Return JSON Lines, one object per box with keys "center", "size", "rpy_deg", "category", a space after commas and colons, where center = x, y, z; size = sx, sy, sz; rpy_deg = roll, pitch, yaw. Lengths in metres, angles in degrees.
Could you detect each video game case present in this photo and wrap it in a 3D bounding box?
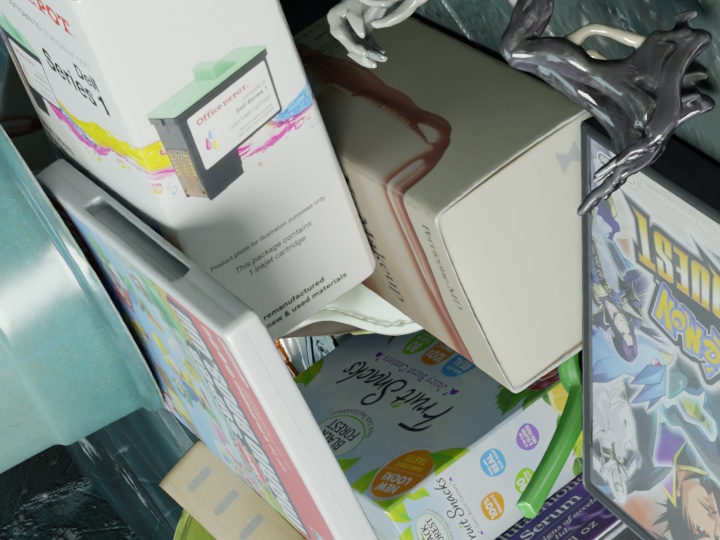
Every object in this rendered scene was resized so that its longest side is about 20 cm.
{"center": [0.150, 0.058, 0.900], "size": [0.200, 0.025, 0.182], "rpy_deg": [39, 142, 47], "category": "video game case"}
{"center": [-0.064, 0.041, 0.992], "size": [0.200, 0.017, 0.144], "rpy_deg": [35, 157, 55], "category": "video game case"}

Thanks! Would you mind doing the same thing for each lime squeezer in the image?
{"center": [0.088, 0.041, 1.058], "size": [0.200, 0.070, 0.038], "rpy_deg": [-99, -9, -66], "category": "lime squeezer"}

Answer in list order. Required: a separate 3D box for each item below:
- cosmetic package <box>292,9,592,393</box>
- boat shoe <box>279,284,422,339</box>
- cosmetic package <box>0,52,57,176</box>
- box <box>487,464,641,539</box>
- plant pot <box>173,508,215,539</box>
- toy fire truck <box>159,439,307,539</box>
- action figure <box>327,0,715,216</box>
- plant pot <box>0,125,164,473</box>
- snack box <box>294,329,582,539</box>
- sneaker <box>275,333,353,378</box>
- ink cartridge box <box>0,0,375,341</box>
{"center": [0.033, -0.039, 1.046], "size": [0.200, 0.087, 0.104], "rpy_deg": [33, 154, 56], "category": "cosmetic package"}
{"center": [0.000, 0.000, 1.217], "size": [0.199, 0.059, 0.072], "rpy_deg": [-14, 90, 40], "category": "boat shoe"}
{"center": [-0.146, -0.083, 1.300], "size": [0.201, 0.086, 0.104], "rpy_deg": [-92, -3, -49], "category": "cosmetic package"}
{"center": [0.098, 0.148, 1.164], "size": [0.105, 0.148, 0.200], "rpy_deg": [58, 166, -19], "category": "box"}
{"center": [0.006, 0.214, 1.610], "size": [0.192, 0.200, 0.201], "rpy_deg": [27, 153, 38], "category": "plant pot"}
{"center": [0.006, 0.145, 1.312], "size": [0.128, 0.177, 0.200], "rpy_deg": [8, 150, 45], "category": "toy fire truck"}
{"center": [0.035, -0.114, 0.830], "size": [0.200, 0.102, 0.119], "rpy_deg": [51, 178, 5], "category": "action figure"}
{"center": [-0.224, 0.032, 1.083], "size": [0.201, 0.195, 0.200], "rpy_deg": [54, 169, 16], "category": "plant pot"}
{"center": [0.039, 0.074, 1.193], "size": [0.053, 0.142, 0.200], "rpy_deg": [58, 166, -20], "category": "snack box"}
{"center": [-0.026, -0.027, 1.328], "size": [0.075, 0.092, 0.202], "rpy_deg": [2, 111, 33], "category": "sneaker"}
{"center": [-0.086, -0.083, 1.001], "size": [0.145, 0.084, 0.201], "rpy_deg": [40, 157, 47], "category": "ink cartridge box"}
